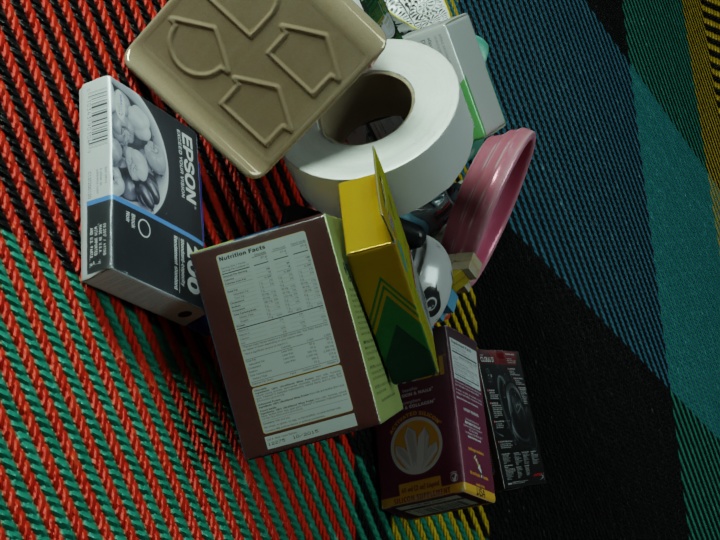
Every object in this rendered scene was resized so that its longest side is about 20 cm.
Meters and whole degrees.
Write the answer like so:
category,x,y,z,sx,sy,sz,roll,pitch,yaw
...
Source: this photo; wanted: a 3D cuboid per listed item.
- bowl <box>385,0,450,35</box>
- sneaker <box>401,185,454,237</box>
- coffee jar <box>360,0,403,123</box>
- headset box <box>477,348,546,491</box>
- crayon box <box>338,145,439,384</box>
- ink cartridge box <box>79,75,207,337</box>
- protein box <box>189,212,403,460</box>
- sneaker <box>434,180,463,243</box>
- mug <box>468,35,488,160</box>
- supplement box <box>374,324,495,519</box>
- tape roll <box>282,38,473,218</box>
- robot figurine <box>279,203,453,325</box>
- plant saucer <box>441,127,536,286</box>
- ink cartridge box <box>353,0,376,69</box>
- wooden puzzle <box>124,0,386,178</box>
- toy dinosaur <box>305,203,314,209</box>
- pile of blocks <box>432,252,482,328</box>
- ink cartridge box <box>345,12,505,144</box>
category,x,y,z,sx,sy,sz,roll,pitch,yaw
bowl,0.010,-0.343,1.941,0.201,0.094,0.201,34,30,-24
sneaker,0.075,-0.093,1.901,0.079,0.095,0.200,52,7,-28
coffee jar,-0.004,-0.258,1.710,0.200,0.104,0.085,59,32,-30
headset box,0.162,0.187,1.980,0.149,0.077,0.200,7,68,-63
crayon box,0.023,-0.005,1.499,0.127,0.051,0.200,-96,170,-55
ink cartridge box,-0.191,-0.056,1.460,0.200,0.043,0.198,32,48,-56
protein box,-0.057,0.062,1.490,0.199,0.135,0.200,6,69,-83
sneaker,0.107,-0.076,2.028,0.200,0.078,0.080,-4,83,-75
mug,0.089,-0.210,1.965,0.185,0.152,0.115,82,13,-49
supplement box,0.080,0.177,1.783,0.086,0.110,0.200,30,49,-56
tape roll,0.014,-0.148,1.603,0.071,0.202,0.203,65,23,-49
robot figurine,0.000,0.000,1.655,0.150,0.200,0.125,168,-58,-81
plant saucer,0.147,-0.080,1.818,0.201,0.051,0.201,-62,168,-23
ink cartridge box,-0.095,-0.230,1.564,0.117,0.200,0.068,65,18,-16
wooden puzzle,-0.103,-0.220,1.512,0.185,0.200,0.046,42,16,-9
toy dinosaur,-0.014,-0.027,1.802,0.182,0.105,0.200,47,0,-26
pile of blocks,0.064,0.061,1.744,0.062,0.200,0.082,48,10,-42
ink cartridge box,0.054,-0.207,1.858,0.084,0.200,0.146,-38,109,-60
